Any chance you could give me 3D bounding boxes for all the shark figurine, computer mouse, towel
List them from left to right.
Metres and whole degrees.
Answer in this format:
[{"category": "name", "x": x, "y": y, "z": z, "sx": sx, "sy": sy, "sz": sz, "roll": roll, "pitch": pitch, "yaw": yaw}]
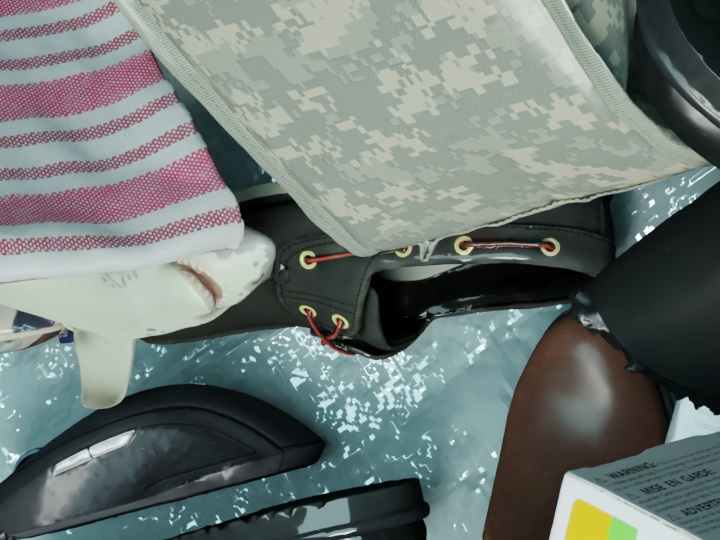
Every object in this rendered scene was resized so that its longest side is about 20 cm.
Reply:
[{"category": "towel", "x": -0.141, "y": -0.073, "z": 0.879, "sx": 0.200, "sy": 0.146, "sz": 0.030, "roll": 61, "pitch": 148, "yaw": 34}, {"category": "shark figurine", "x": -0.131, "y": -0.031, "z": 0.946, "sx": 0.214, "sy": 0.090, "sz": 0.128, "roll": 24, "pitch": 145, "yaw": 3}, {"category": "computer mouse", "x": -0.122, "y": 0.079, "z": 0.973, "sx": 0.200, "sy": 0.140, "sz": 0.046, "roll": -16, "pitch": 84, "yaw": 21}]

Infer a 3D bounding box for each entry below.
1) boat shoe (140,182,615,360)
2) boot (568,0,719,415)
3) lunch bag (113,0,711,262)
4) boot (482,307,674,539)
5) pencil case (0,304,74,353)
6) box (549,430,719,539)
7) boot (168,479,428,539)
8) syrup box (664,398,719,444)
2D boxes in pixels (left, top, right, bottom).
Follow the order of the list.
[{"category": "boat shoe", "x": -0.001, "y": -0.001, "z": 0.954, "sx": 0.201, "sy": 0.074, "sz": 0.063, "roll": -13, "pitch": 69, "yaw": 18}, {"category": "boot", "x": 0.124, "y": -0.020, "z": 0.762, "sx": 0.162, "sy": 0.198, "sz": 0.073, "roll": -39, "pitch": 50, "yaw": 46}, {"category": "lunch bag", "x": 0.020, "y": -0.102, "z": 0.833, "sx": 0.164, "sy": 0.118, "sz": 0.200, "roll": -15, "pitch": 118, "yaw": 41}, {"category": "boot", "x": 0.047, "y": 0.110, "z": 0.876, "sx": 0.068, "sy": 0.200, "sz": 0.189, "roll": 17, "pitch": 99, "yaw": 20}, {"category": "pencil case", "x": -0.144, "y": -0.067, "z": 1.009, "sx": 0.089, "sy": 0.078, "sz": 0.200, "roll": -3, "pitch": 92, "yaw": 9}, {"category": "box", "x": 0.113, "y": 0.163, "z": 0.788, "sx": 0.101, "sy": 0.112, "sz": 0.200, "roll": 26, "pitch": 114, "yaw": 38}, {"category": "boot", "x": -0.041, "y": 0.178, "z": 0.974, "sx": 0.198, "sy": 0.073, "sz": 0.163, "roll": -20, "pitch": 82, "yaw": 27}, {"category": "syrup box", "x": 0.140, "y": 0.125, "z": 0.906, "sx": 0.081, "sy": 0.079, "sz": 0.200, "roll": 18, "pitch": 99, "yaw": 20}]
